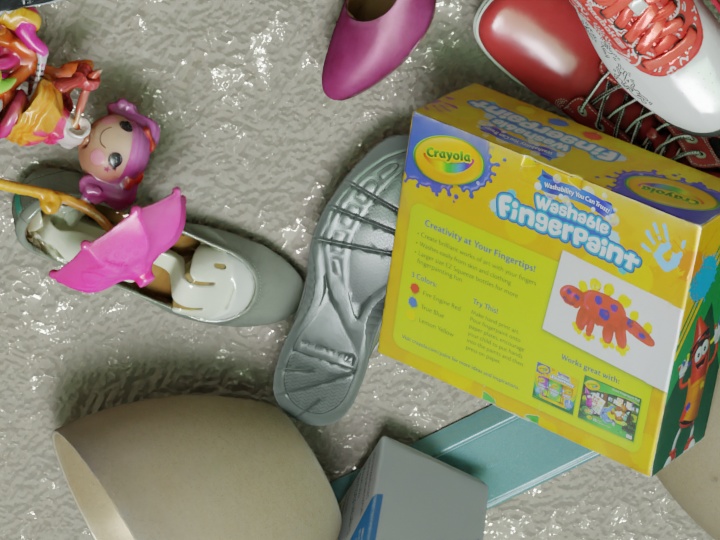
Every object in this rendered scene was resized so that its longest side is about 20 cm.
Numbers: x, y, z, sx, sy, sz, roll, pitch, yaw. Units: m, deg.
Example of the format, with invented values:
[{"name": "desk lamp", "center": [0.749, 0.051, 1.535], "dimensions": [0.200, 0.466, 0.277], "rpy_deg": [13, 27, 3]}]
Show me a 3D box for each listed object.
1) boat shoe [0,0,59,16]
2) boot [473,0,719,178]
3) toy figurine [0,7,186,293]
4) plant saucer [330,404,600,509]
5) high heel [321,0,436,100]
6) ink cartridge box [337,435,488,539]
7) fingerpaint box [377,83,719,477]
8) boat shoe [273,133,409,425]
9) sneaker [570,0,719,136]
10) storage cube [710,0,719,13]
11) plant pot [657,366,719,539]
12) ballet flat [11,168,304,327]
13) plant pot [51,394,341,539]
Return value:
[{"name": "boat shoe", "center": [-0.214, -0.169, 1.457], "dimensions": [0.199, 0.068, 0.074], "rpy_deg": [-4, 123, 2]}, {"name": "boot", "center": [0.161, -0.098, 1.588], "dimensions": [0.200, 0.144, 0.072], "rpy_deg": [29, 112, -16]}, {"name": "toy figurine", "center": [-0.187, -0.070, 1.571], "dimensions": [0.184, 0.200, 0.150], "rpy_deg": [26, 153, -22]}, {"name": "plant saucer", "center": [0.080, 0.132, 1.771], "dimensions": [0.200, 0.019, 0.070], "rpy_deg": [-27, 116, 8]}, {"name": "high heel", "center": [0.011, -0.199, 1.560], "dimensions": [0.096, 0.067, 0.200], "rpy_deg": [24, 101, -38]}, {"name": "ink cartridge box", "center": [-0.001, 0.234, 1.728], "dimensions": [0.084, 0.145, 0.200], "rpy_deg": [25, 121, -9]}, {"name": "fingerpaint box", "center": [0.120, 0.002, 1.567], "dimensions": [0.200, 0.073, 0.167], "rpy_deg": [23, 120, 29]}, {"name": "boat shoe", "center": [0.001, 0.001, 1.679], "dimensions": [0.074, 0.065, 0.202], "rpy_deg": [20, 109, 1]}, {"name": "sneaker", "center": [0.146, -0.159, 1.494], "dimensions": [0.067, 0.108, 0.202], "rpy_deg": [-34, 88, 14]}, {"name": "storage cube", "center": [0.237, -0.255, 1.493], "dimensions": [0.171, 0.180, 0.200], "rpy_deg": [-34, 115, 13]}, {"name": "plant pot", "center": [0.242, 0.071, 1.663], "dimensions": [0.134, 0.200, 0.201], "rpy_deg": [27, 115, 12]}, {"name": "ballet flat", "center": [-0.128, -0.002, 1.661], "dimensions": [0.200, 0.064, 0.067], "rpy_deg": [23, 113, -15]}, {"name": "plant pot", "center": [-0.092, 0.158, 1.691], "dimensions": [0.134, 0.200, 0.201], "rpy_deg": [-29, 118, -15]}]
